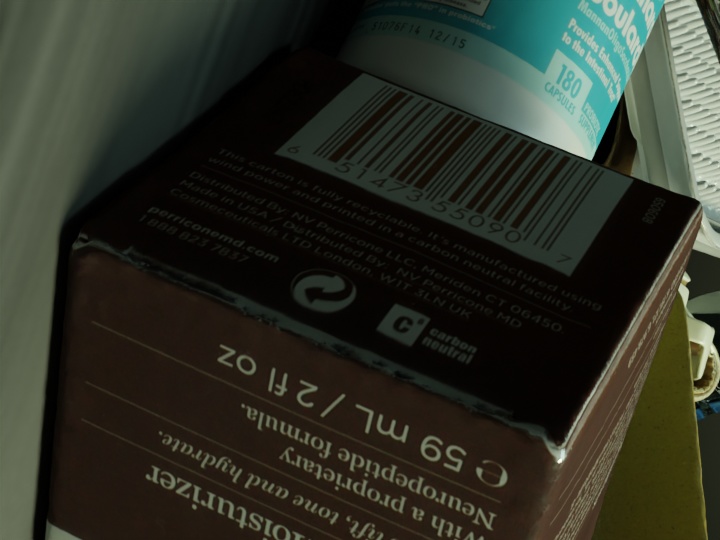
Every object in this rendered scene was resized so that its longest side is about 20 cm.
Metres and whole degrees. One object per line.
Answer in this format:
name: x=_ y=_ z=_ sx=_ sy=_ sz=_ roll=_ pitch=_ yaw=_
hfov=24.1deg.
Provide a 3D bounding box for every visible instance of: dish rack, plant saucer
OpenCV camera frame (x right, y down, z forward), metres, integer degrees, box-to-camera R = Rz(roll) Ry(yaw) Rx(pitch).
dish rack: x=0.185 y=-0.085 z=0.931 sx=0.200 sy=0.043 sz=0.173 roll=11 pitch=69 yaw=-63
plant saucer: x=0.082 y=0.130 z=0.775 sx=0.200 sy=0.048 sz=0.201 roll=129 pitch=-29 yaw=-48

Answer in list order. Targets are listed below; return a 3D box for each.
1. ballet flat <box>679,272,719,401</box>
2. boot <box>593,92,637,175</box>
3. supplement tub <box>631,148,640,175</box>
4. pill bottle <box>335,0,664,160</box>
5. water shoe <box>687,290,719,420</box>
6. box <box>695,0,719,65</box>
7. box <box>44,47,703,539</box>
ballet flat: x=0.143 y=0.015 z=0.845 sx=0.068 sy=0.062 sz=0.200 roll=-68 pitch=152 yaw=-13
boot: x=0.138 y=-0.120 z=0.950 sx=0.076 sy=0.073 sz=0.201 roll=92 pitch=7 yaw=-58
supplement tub: x=0.108 y=0.012 z=0.989 sx=0.200 sy=0.131 sz=0.132 roll=-57 pitch=163 yaw=-36
pill bottle: x=0.072 y=-0.126 z=0.688 sx=0.201 sy=0.110 sz=0.111 roll=-64 pitch=165 yaw=-15
water shoe: x=0.182 y=0.078 z=1.008 sx=0.200 sy=0.071 sz=0.079 roll=-33 pitch=-159 yaw=52
box: x=0.165 y=-0.183 z=0.806 sx=0.137 sy=0.037 sz=0.201 roll=57 pitch=18 yaw=-57
box: x=0.000 y=0.061 z=0.594 sx=0.164 sy=0.165 sz=0.201 roll=-49 pitch=156 yaw=-52
